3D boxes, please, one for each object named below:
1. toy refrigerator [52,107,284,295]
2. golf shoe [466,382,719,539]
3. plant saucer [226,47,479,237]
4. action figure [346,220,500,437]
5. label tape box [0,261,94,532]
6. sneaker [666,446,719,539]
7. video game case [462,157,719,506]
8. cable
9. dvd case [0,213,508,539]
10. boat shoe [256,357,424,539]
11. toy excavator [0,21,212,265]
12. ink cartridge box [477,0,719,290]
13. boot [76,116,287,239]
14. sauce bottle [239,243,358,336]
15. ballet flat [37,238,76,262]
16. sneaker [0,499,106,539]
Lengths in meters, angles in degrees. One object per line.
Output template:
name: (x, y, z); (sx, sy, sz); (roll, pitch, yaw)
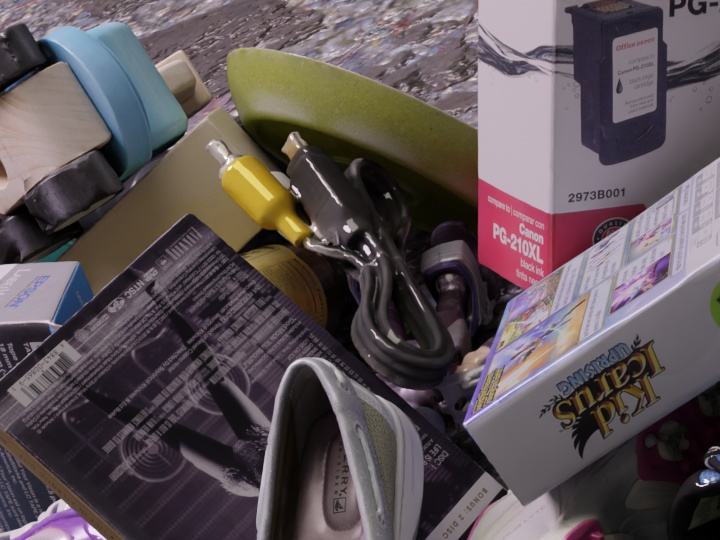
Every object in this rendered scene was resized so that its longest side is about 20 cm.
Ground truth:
toy refrigerator: (-0.126, 0.008, 1.259); (0.200, 0.070, 0.076); (-43, 4, 7)
golf shoe: (0.097, 0.096, 0.984); (0.091, 0.075, 0.200); (1, 33, 47)
plant saucer: (0.013, -0.059, 1.261); (0.200, 0.200, 0.031); (13, 75, 51)
action figure: (0.031, 0.045, 1.151); (0.130, 0.070, 0.200); (-10, 30, 9)
label tape box: (-0.152, 0.073, 1.152); (0.199, 0.145, 0.063); (-2, 30, 36)
sneaker: (0.167, 0.081, 0.924); (0.089, 0.079, 0.200); (6, 30, 7)
video game case: (0.137, 0.005, 0.991); (0.181, 0.046, 0.200); (-34, 6, 15)
cable: (0.000, 0.000, 1.141); (0.050, 0.097, 0.200); (-55, 44, 25)
dvd case: (-0.047, 0.082, 1.024); (0.149, 0.200, 0.016); (-44, -8, -37)
boat shoe: (-0.015, 0.134, 0.934); (0.074, 0.065, 0.203); (-11, 57, 28)
toy excavator: (-0.136, -0.084, 1.274); (0.200, 0.100, 0.194); (-31, -1, -32)
ink cartridge box: (0.137, -0.098, 1.139); (0.144, 0.201, 0.084); (-8, 19, -22)
boot: (-0.093, -0.066, 1.454); (0.200, 0.077, 0.168); (-24, 15, -30)
sauce bottle: (-0.049, 0.021, 1.208); (0.065, 0.065, 0.200); (-11, 4, 24)
ballet flat: (-0.249, 0.042, 1.397); (0.200, 0.068, 0.075); (-40, 14, -28)
sneaker: (-0.155, 0.159, 1.073); (0.200, 0.081, 0.089); (-11, 34, 34)
